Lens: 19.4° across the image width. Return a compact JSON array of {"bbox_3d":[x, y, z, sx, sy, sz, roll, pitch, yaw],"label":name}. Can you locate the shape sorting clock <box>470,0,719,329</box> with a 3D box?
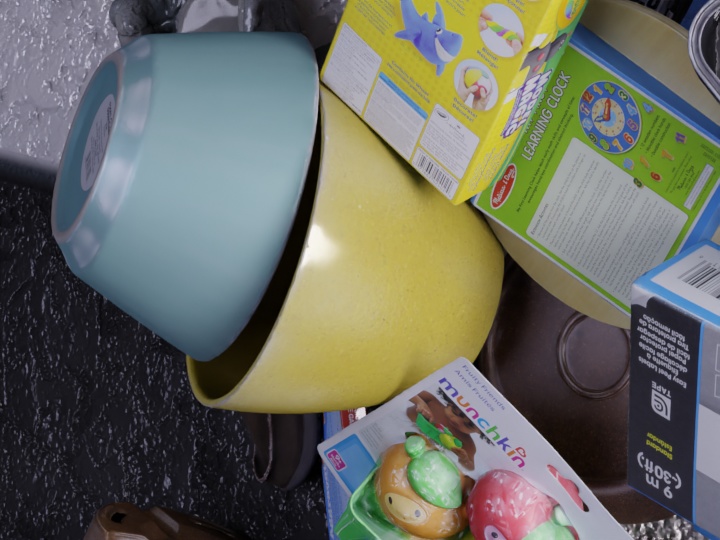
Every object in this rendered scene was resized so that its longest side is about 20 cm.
[{"bbox_3d":[0.139,-0.058,1.156,0.200,0.039,0.200,21,130,27],"label":"shape sorting clock"}]

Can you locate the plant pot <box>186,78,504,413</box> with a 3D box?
[{"bbox_3d":[0.000,0.000,1.240,0.200,0.142,0.200,-164,90,-70],"label":"plant pot"}]

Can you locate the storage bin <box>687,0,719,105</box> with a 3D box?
[{"bbox_3d":[0.264,-0.077,1.018,0.135,0.094,0.200,-39,87,10],"label":"storage bin"}]

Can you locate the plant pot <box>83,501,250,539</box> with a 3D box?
[{"bbox_3d":[-0.143,0.275,1.428,0.200,0.200,0.199,27,100,43],"label":"plant pot"}]

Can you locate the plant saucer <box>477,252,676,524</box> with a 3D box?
[{"bbox_3d":[0.144,0.048,1.229,0.200,0.034,0.201,-2,87,38],"label":"plant saucer"}]

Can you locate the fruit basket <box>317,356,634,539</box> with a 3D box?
[{"bbox_3d":[0.071,0.149,1.221,0.185,0.094,0.200,47,152,-4],"label":"fruit basket"}]

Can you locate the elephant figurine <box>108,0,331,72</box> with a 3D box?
[{"bbox_3d":[-0.070,-0.130,1.401,0.200,0.141,0.155,33,128,52],"label":"elephant figurine"}]

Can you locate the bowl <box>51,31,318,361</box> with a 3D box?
[{"bbox_3d":[-0.112,-0.056,1.221,0.201,0.105,0.201,-164,90,-70],"label":"bowl"}]

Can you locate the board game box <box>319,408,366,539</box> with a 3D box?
[{"bbox_3d":[-0.013,0.089,1.373,0.103,0.019,0.200,149,115,-77],"label":"board game box"}]

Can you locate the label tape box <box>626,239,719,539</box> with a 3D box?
[{"bbox_3d":[0.211,0.104,1.094,0.144,0.063,0.200,29,135,40],"label":"label tape box"}]

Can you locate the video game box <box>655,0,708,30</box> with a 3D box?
[{"bbox_3d":[0.213,-0.164,1.181,0.182,0.047,0.200,-41,60,34],"label":"video game box"}]

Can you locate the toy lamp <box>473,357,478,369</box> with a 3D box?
[{"bbox_3d":[0.020,-0.009,1.361,0.058,0.058,0.200,-49,56,32],"label":"toy lamp"}]

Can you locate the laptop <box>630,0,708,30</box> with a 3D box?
[{"bbox_3d":[0.177,-0.189,1.108,0.116,0.200,0.188,-94,27,-65],"label":"laptop"}]

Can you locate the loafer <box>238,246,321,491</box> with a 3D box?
[{"bbox_3d":[-0.066,0.058,1.395,0.073,0.071,0.200,-112,19,-59],"label":"loafer"}]

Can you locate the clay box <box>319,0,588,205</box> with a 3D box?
[{"bbox_3d":[0.056,-0.145,1.112,0.115,0.048,0.200,44,137,19],"label":"clay box"}]
